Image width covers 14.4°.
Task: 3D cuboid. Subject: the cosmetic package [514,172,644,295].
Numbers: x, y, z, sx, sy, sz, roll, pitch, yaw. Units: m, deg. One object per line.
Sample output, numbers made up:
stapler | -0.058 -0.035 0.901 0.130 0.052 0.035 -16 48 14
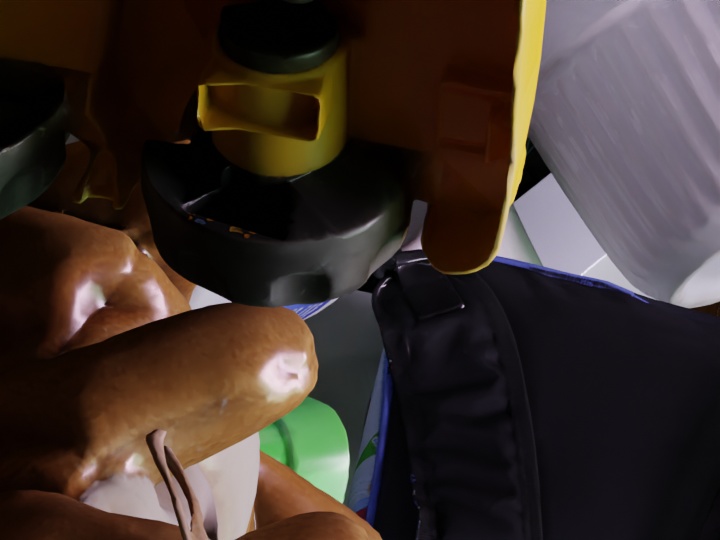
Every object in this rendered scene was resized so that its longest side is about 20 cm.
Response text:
cosmetic package | 0.078 0.027 1.292 0.151 0.052 0.200 -40 163 -23

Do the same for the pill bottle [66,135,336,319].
pill bottle | -0.052 -0.032 0.829 0.200 0.112 0.112 -14 121 -72

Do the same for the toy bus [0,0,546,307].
toy bus | -0.042 -0.103 0.645 0.192 0.200 0.136 -65 163 -49

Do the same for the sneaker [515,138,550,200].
sneaker | 0.076 -0.059 1.293 0.075 0.079 0.200 86 29 -57

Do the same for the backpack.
backpack | 0.074 0.106 0.903 0.154 0.200 0.191 92 11 -45

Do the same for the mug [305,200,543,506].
mug | -0.004 0.008 1.059 0.149 0.187 0.153 -33 143 -12

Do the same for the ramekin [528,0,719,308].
ramekin | 0.157 -0.069 1.014 0.200 0.105 0.200 -26 168 -6

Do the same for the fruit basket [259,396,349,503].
fruit basket | -0.061 0.124 0.856 0.215 0.155 0.216 -12 108 -39

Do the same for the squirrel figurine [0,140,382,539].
squirrel figurine | -0.095 0.074 0.641 0.187 0.200 0.142 -89 168 -63
